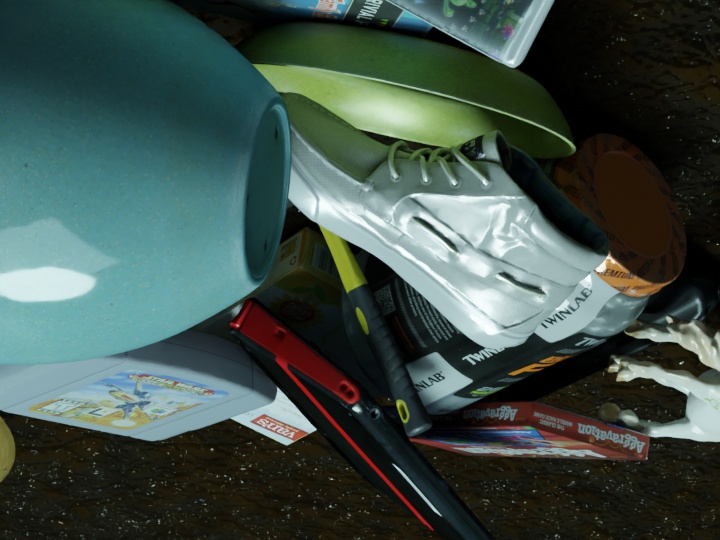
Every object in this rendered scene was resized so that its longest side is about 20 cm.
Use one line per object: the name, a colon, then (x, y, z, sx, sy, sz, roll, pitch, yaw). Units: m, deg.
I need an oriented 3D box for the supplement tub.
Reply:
supplement tub: (0.092, 0.002, 0.966, 0.122, 0.123, 0.200, 30, 140, -28)

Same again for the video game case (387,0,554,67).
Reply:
video game case: (0.030, -0.212, 0.641, 0.181, 0.023, 0.201, 29, 114, 4)

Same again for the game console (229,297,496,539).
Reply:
game console: (0.006, 0.106, 1.038, 0.177, 0.031, 0.200, 27, 161, 53)

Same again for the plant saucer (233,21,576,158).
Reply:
plant saucer: (0.021, -0.098, 0.850, 0.199, 0.031, 0.200, 13, 178, 0)

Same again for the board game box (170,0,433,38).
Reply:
board game box: (-0.058, -0.158, 0.772, 0.199, 0.047, 0.151, 12, 177, -6)

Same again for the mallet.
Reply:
mallet: (0.000, 0.000, 0.943, 0.041, 0.201, 0.066, -18, 162, -38)

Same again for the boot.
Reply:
boot: (0.038, -0.049, 0.841, 0.200, 0.074, 0.096, 37, 124, -12)

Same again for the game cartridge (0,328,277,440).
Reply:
game cartridge: (-0.156, 0.073, 1.067, 0.133, 0.042, 0.200, -17, 157, 36)

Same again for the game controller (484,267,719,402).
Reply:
game controller: (0.145, 0.044, 1.071, 0.104, 0.042, 0.200, 16, 146, -37)

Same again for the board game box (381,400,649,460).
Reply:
board game box: (0.095, 0.112, 1.100, 0.103, 0.020, 0.200, 16, 167, -30)

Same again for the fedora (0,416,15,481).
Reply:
fedora: (-0.360, 0.110, 1.238, 0.199, 0.082, 0.201, 2, 140, 2)

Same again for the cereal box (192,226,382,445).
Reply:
cereal box: (-0.047, 0.053, 1.135, 0.144, 0.040, 0.200, 30, 140, -29)

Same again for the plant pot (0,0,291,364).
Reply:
plant pot: (-0.109, -0.046, 0.765, 0.134, 0.201, 0.201, 8, 145, 10)

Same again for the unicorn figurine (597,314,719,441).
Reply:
unicorn figurine: (0.228, 0.078, 1.019, 0.137, 0.074, 0.200, 12, 177, 4)
